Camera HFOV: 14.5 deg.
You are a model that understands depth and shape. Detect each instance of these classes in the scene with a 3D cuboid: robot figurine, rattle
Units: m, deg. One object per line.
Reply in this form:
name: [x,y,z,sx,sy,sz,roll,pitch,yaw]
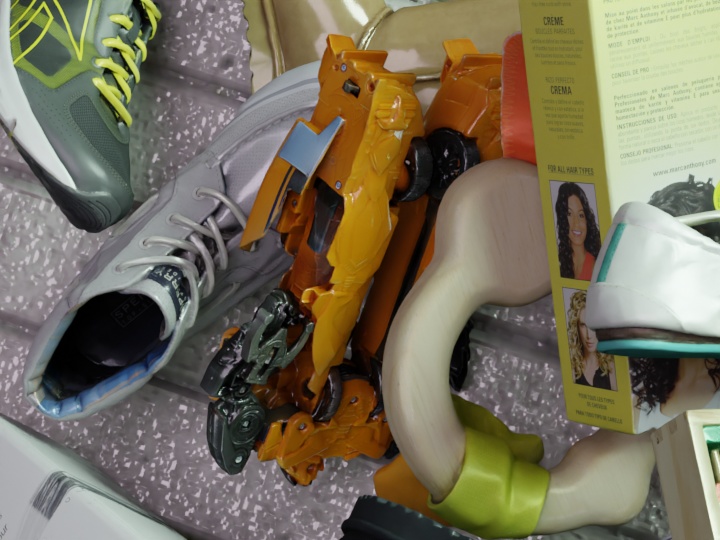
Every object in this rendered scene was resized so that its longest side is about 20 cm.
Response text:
robot figurine: [0.000,0.000,1.199,0.058,0.144,0.201,42,120,39]
rattle: [0.062,0.007,1.185,0.129,0.143,0.201,-6,89,0]

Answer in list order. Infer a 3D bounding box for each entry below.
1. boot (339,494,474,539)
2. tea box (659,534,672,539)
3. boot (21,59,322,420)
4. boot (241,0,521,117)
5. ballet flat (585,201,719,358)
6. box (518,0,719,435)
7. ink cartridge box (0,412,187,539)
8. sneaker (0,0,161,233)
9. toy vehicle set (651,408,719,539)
boot: [0.015,0.176,1.023,0.163,0.073,0.198,-60,27,-7]
tea box: [0.126,0.220,1.115,0.196,0.133,0.201,-27,74,28]
boot: [-0.066,-0.006,1.224,0.074,0.096,0.200,43,117,-8]
boot: [0.050,-0.114,1.252,0.199,0.066,0.176,-4,96,17]
ballet flat: [0.173,0.009,1.081,0.069,0.199,0.070,-22,63,55]
box: [0.110,-0.043,1.100,0.050,0.075,0.201,8,109,58]
ink cartridge box: [-0.128,0.168,1.208,0.200,0.084,0.146,33,91,47]
sneaker: [-0.127,-0.106,1.274,0.084,0.075,0.201,-25,52,4]
toy vehicle set: [0.208,0.111,1.053,0.199,0.027,0.125,-1,69,-29]
